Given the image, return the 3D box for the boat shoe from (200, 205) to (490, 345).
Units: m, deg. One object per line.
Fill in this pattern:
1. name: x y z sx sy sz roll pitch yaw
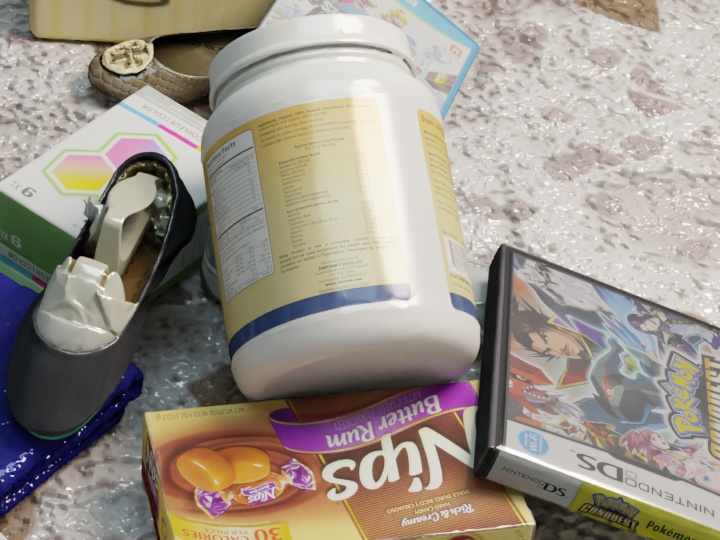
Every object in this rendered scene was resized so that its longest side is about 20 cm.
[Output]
1. boat shoe: 0.000 -0.001 1.373 0.200 0.065 0.075 13 40 8

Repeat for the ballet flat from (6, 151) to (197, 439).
1. ballet flat: -0.148 0.004 1.261 0.073 0.073 0.201 16 47 10

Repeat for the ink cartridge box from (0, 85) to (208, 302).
1. ink cartridge box: -0.161 -0.030 1.386 0.103 0.060 0.200 30 46 23

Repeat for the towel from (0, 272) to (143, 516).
1. towel: -0.241 0.060 1.284 0.199 0.050 0.148 31 53 25

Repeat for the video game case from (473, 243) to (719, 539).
1. video game case: 0.156 0.078 1.289 0.179 0.026 0.201 21 35 -8

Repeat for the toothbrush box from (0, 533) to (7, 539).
1. toothbrush box: -0.254 0.200 1.083 0.199 0.086 0.146 -25 50 -34

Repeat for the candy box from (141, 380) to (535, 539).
1. candy box: -0.015 0.127 1.228 0.198 0.057 0.117 -5 42 -13

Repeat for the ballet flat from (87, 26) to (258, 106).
1. ballet flat: -0.091 -0.150 1.547 0.198 0.047 0.068 -4 48 -14

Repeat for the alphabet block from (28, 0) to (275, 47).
1. alphabet block: -0.140 -0.297 1.597 0.194 0.201 0.197 3 40 -4

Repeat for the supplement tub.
1. supplement tub: -0.015 -0.031 1.278 0.143 0.145 0.202 -4 70 -14

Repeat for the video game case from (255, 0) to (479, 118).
1. video game case: -0.002 -0.142 1.524 0.143 0.018 0.200 38 41 -9
